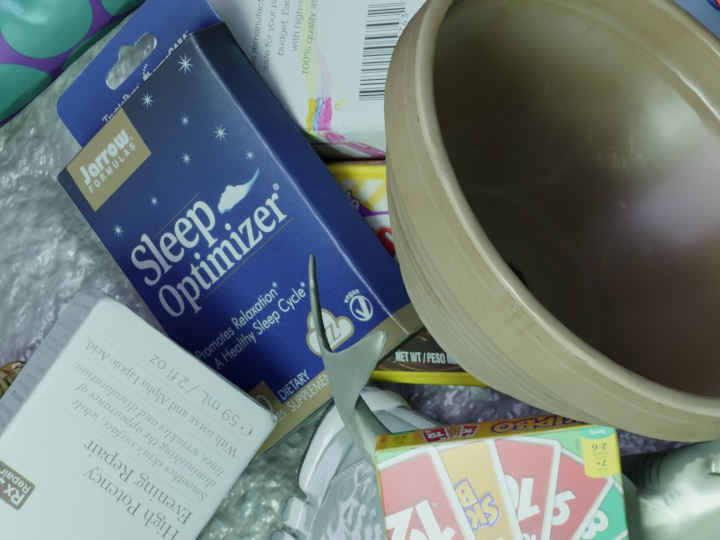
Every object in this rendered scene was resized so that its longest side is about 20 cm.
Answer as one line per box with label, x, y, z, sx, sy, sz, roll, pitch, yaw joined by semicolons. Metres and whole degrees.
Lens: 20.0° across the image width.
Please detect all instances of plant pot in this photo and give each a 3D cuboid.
plant pot;0.080;-0.015;0.772;0.093;0.200;0.202;-44;55;44

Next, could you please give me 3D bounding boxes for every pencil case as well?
pencil case;-0.178;-0.150;1.092;0.200;0.085;0.093;-36;89;21

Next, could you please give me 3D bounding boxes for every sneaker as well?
sneaker;0.007;0.159;0.896;0.115;0.075;0.201;19;88;34

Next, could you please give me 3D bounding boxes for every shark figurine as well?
shark figurine;0.063;0.079;0.860;0.090;0.213;0.129;-83;13;-61

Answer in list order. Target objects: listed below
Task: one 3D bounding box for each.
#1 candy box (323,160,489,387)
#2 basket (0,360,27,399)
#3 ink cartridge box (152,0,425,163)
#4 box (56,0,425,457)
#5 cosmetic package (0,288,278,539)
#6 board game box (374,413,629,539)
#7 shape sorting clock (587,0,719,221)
candy box;0.000;0.000;0.950;0.199;0.026;0.103;0;97;34
basket;-0.216;0.150;1.029;0.199;0.143;0.150;-23;101;34
ink cartridge box;0.005;-0.125;0.961;0.199;0.084;0.146;1;79;33
box;-0.065;-0.026;0.943;0.121;0.032;0.201;-40;82;38
cosmetic package;-0.137;0.116;0.896;0.201;0.101;0.074;-56;14;-8
board game box;0.066;0.158;0.812;0.095;0.030;0.202;-7;105;6
shape sorting clock;0.152;-0.118;0.850;0.198;0.039;0.202;-1;81;3
